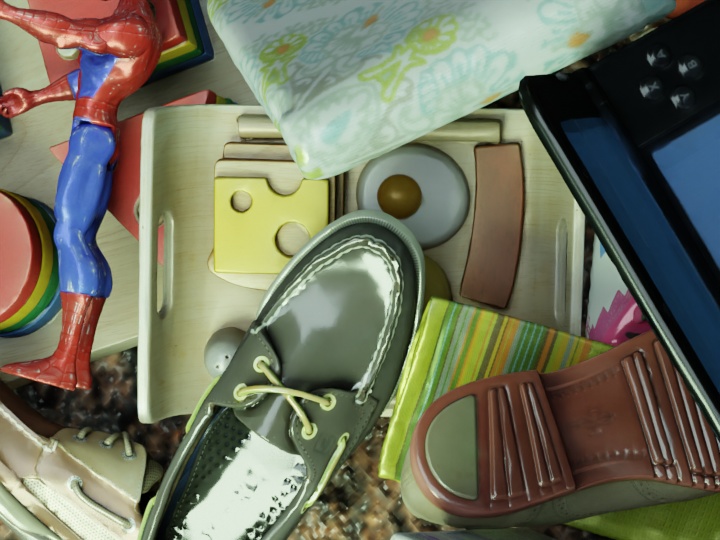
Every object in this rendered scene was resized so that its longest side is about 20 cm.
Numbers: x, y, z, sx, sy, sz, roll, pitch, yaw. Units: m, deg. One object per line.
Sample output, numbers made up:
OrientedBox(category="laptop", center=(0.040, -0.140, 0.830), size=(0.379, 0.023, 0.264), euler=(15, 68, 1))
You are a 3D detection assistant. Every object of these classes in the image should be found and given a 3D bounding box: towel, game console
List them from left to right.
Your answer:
OrientedBox(category="towel", center=(0.028, -0.116, 1.080), size=(0.171, 0.200, 0.048), euler=(-29, 117, -2))
OrientedBox(category="towel", center=(0.112, 0.076, 1.072), size=(0.199, 0.018, 0.087), euler=(15, 108, -2))
OrientedBox(category="game console", center=(0.164, -0.012, 0.967), size=(0.175, 0.116, 0.201), euler=(-29, 87, -17))

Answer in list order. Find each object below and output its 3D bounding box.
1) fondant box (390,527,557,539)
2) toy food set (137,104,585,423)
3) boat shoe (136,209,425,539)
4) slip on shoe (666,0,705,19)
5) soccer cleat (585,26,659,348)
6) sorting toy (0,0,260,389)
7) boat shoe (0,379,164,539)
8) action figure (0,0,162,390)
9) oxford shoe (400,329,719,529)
OrientedBox(category="fondant box", center=(0.096, 0.158, 1.018), size=(0.144, 0.200, 0.059), euler=(21, 93, 19))
OrientedBox(category="toy food set", center=(0.000, 0.000, 1.109), size=(0.199, 0.060, 0.144), euler=(1, 98, 3))
OrientedBox(category="boat shoe", center=(-0.035, 0.068, 1.072), size=(0.071, 0.061, 0.202), euler=(30, 107, 3))
OrientedBox(category="slip on shoe", center=(0.186, -0.197, 1.107), size=(0.061, 0.074, 0.201), euler=(28, 92, -4))
OrientedBox(category="soccer cleat", center=(0.137, -0.013, 1.104), size=(0.069, 0.086, 0.201), euler=(6, 107, -13))
OrientedBox(category="sorting toy", center=(-0.141, -0.063, 1.194), size=(0.199, 0.070, 0.200), euler=(-19, 78, 15))
OrientedBox(category="boat shoe", center=(-0.125, 0.107, 1.164), size=(0.072, 0.076, 0.200), euler=(-40, 90, 1))
OrientedBox(category="action figure", center=(-0.147, -0.055, 1.119), size=(0.098, 0.065, 0.201), euler=(14, 88, 3))
OrientedBox(category="oxford shoe", center=(0.110, 0.068, 1.037), size=(0.199, 0.075, 0.071), euler=(-5, 72, -13))
